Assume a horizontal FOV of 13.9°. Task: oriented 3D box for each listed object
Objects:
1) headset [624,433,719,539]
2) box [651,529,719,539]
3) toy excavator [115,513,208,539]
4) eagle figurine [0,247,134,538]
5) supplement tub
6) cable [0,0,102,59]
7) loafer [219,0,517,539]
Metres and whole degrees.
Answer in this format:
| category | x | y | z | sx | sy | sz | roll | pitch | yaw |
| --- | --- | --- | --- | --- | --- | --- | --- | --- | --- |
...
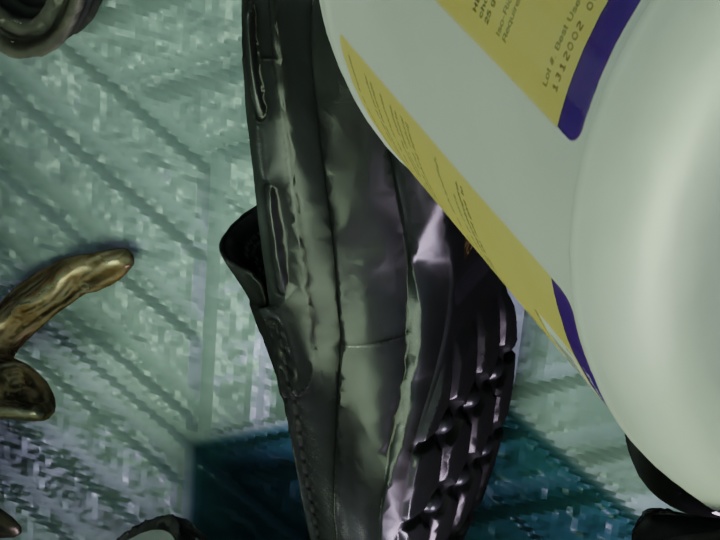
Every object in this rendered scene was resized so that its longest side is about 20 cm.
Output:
| category | x | y | z | sx | sy | sz | roll | pitch | yaw |
| --- | --- | --- | --- | --- | --- | --- | --- | --- | --- |
| headset | 0.082 | 0.054 | 0.723 | 0.093 | 0.124 | 0.200 | 9 | 148 | -10 |
| box | 0.097 | 0.079 | 0.557 | 0.143 | 0.036 | 0.200 | 17 | 160 | -39 |
| toy excavator | -0.014 | 0.144 | 0.754 | 0.194 | 0.200 | 0.100 | -38 | 118 | 2 |
| eagle figurine | -0.183 | 0.036 | 0.789 | 0.151 | 0.200 | 0.152 | 36 | 113 | 27 |
| supplement tub | 0.075 | -0.053 | 0.577 | 0.145 | 0.200 | 0.146 | -9 | 120 | -17 |
| cable | -0.077 | -0.132 | 0.706 | 0.097 | 0.050 | 0.200 | 34 | 129 | -1 |
| loafer | 0.000 | 0.000 | 0.761 | 0.070 | 0.068 | 0.201 | 16 | 124 | 24 |
